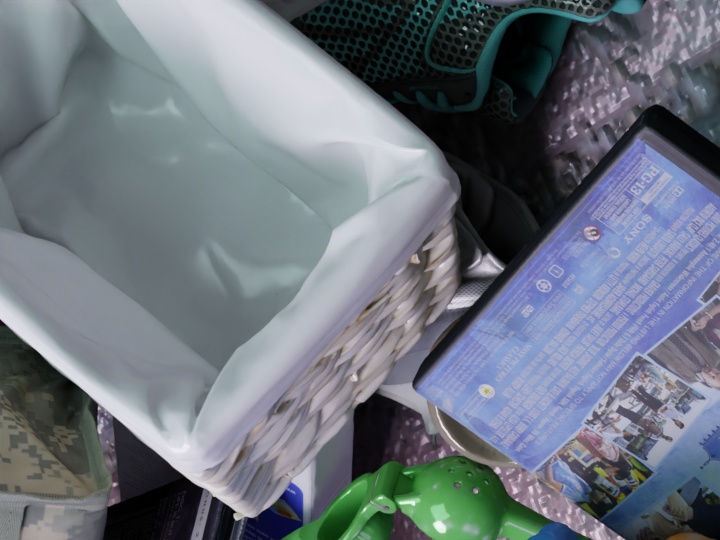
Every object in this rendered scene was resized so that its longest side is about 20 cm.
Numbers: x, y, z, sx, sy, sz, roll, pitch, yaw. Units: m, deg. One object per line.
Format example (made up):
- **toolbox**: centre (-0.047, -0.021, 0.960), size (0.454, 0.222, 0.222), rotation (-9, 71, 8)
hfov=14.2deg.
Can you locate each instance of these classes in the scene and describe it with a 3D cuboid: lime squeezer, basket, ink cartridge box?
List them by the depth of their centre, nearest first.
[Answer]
- **basket**: centre (-0.074, -0.026, 0.999), size (0.200, 0.123, 0.136), rotation (40, 82, 18)
- **lime squeezer**: centre (0.018, 0.097, 1.055), size (0.200, 0.071, 0.038), rotation (-7, 55, 19)
- **ink cartridge box**: centre (-0.051, 0.085, 1.134), size (0.095, 0.037, 0.200), rotation (29, 148, 17)

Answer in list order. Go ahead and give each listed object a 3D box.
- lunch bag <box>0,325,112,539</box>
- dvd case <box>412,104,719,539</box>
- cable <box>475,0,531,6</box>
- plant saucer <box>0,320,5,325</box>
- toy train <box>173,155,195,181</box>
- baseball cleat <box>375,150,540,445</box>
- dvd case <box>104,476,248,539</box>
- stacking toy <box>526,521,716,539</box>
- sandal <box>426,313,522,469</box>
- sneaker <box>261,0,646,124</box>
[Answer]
- **lunch bag**: centre (-0.200, 0.104, 1.059), size (0.118, 0.200, 0.164), rotation (-100, 19, -54)
- **dvd case**: centre (0.134, 0.050, 0.932), size (0.200, 0.018, 0.143), rotation (36, 129, -5)
- **cable**: centre (0.065, -0.166, 0.947), size (0.163, 0.051, 0.200), rotation (35, 90, 16)
- **plant saucer**: centre (-0.168, 0.034, 1.178), size (0.051, 0.201, 0.201), rotation (34, 124, 12)
- **toy train**: centre (-0.084, -0.104, 1.124), size (0.056, 0.042, 0.200), rotation (87, 164, -67)
- **baseball cleat**: centre (0.000, 0.000, 1.097), size (0.200, 0.070, 0.107), rotation (15, 105, 31)
- **dvd case**: centre (-0.101, 0.160, 1.122), size (0.200, 0.016, 0.149), rotation (-27, 46, 60)
- **stacking toy**: centre (0.153, 0.120, 0.910), size (0.200, 0.116, 0.110), rotation (-19, 119, 19)
- **sandal**: centre (0.106, 0.029, 0.975), size (0.200, 0.054, 0.080), rotation (-15, 97, 26)
- **sneaker**: centre (0.025, -0.085, 1.038), size (0.200, 0.078, 0.091), rotation (-37, 79, 45)
